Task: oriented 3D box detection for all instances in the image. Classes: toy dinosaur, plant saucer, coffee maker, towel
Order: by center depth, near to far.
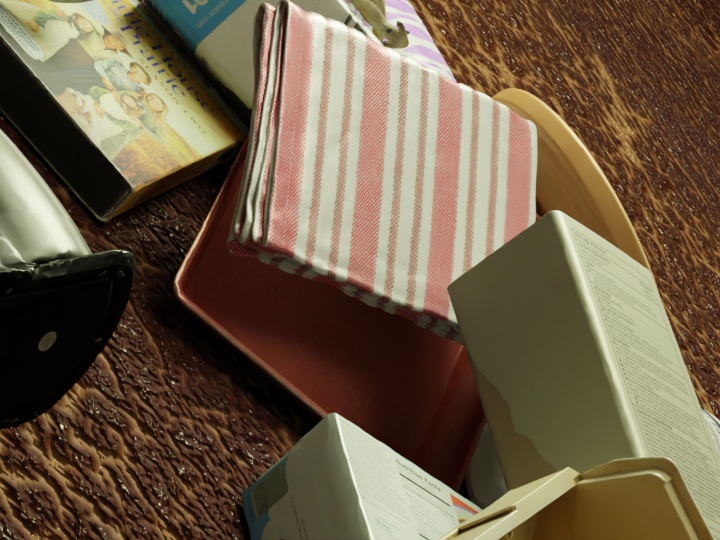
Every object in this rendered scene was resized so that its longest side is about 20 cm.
[{"bbox_3d":[-0.206,-0.041,0.948,0.192,0.135,0.200,14,38,-58],"label":"coffee maker"},{"bbox_3d":[0.018,-0.045,1.351,0.200,0.030,0.147,23,61,-35],"label":"towel"},{"bbox_3d":[0.000,0.000,1.360,0.200,0.037,0.200,40,53,-21],"label":"plant saucer"},{"bbox_3d":[0.002,-0.179,1.504,0.101,0.058,0.200,42,-6,38],"label":"toy dinosaur"},{"bbox_3d":[0.116,-0.011,1.516,0.200,0.037,0.200,57,-14,23],"label":"plant saucer"}]

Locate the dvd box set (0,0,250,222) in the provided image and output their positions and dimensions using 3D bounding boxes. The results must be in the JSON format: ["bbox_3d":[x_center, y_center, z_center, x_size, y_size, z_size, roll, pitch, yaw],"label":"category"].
[{"bbox_3d":[-0.143,-0.104,1.379,0.146,0.029,0.200,49,19,2],"label":"dvd box set"}]

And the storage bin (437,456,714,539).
[{"bbox_3d":[0.094,0.198,1.071,0.200,0.094,0.199,-25,88,-55],"label":"storage bin"}]

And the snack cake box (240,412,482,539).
[{"bbox_3d":[0.042,0.166,1.196,0.200,0.067,0.115,36,21,-33],"label":"snack cake box"}]

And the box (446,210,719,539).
[{"bbox_3d":[0.120,0.079,1.274,0.095,0.078,0.200,30,34,-42],"label":"box"}]

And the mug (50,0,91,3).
[{"bbox_3d":[-0.183,-0.231,1.330,0.200,0.148,0.175,52,52,-5],"label":"mug"}]

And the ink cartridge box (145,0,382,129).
[{"bbox_3d":[-0.031,-0.112,1.494,0.200,0.086,0.146,49,-4,-2],"label":"ink cartridge box"}]

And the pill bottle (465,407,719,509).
[{"bbox_3d":[0.155,0.121,1.470,0.200,0.111,0.111,23,31,-52],"label":"pill bottle"}]

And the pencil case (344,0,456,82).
[{"bbox_3d":[0.022,-0.112,1.700,0.085,0.084,0.200,6,38,-30],"label":"pencil case"}]
